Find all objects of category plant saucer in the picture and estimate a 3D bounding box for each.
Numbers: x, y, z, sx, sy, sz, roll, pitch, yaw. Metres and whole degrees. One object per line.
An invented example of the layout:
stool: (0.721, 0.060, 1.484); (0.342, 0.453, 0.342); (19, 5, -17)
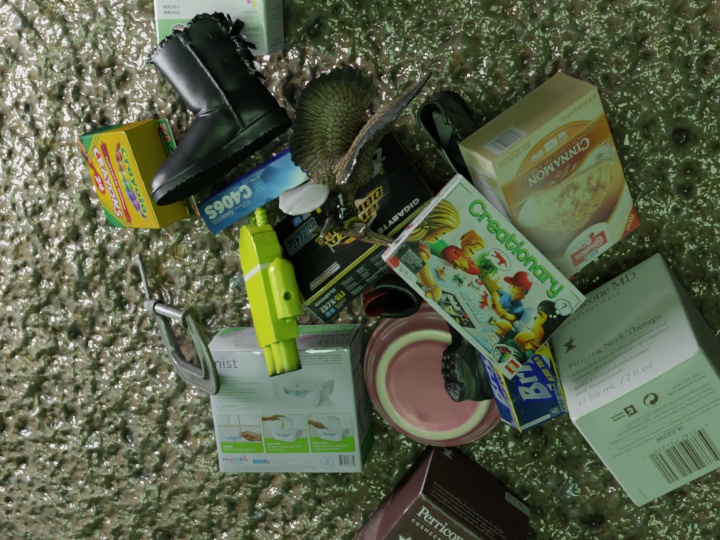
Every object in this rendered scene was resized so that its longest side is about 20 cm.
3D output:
plant saucer: (0.097, 0.138, 1.569); (0.198, 0.051, 0.203); (5, 109, 13)

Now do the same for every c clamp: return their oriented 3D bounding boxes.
c clamp: (-0.239, 0.077, 1.591); (0.027, 0.199, 0.173); (-22, 111, -25)

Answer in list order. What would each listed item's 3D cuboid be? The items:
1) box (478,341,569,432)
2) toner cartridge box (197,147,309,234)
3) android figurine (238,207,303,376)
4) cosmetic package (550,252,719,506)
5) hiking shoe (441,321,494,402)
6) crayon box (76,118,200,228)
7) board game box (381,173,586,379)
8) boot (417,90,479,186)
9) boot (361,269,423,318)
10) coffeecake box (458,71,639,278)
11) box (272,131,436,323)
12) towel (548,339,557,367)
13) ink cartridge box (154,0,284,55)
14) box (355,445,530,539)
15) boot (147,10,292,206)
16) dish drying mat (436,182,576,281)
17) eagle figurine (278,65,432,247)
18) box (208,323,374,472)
box: (0.174, 0.081, 1.429); (0.069, 0.064, 0.202); (-21, 99, -11)
toner cartridge box: (-0.103, -0.119, 1.530); (0.199, 0.095, 0.043); (-29, 101, 19)
android figurine: (-0.110, 0.026, 1.489); (0.041, 0.182, 0.202); (-10, 84, -14)
cosmetic package: (0.339, 0.127, 1.439); (0.166, 0.201, 0.167); (-31, 118, 17)
hiking shoe: (0.158, 0.062, 1.495); (0.100, 0.076, 0.203); (7, 92, -19)
crayon box: (-0.278, -0.119, 1.525); (0.199, 0.050, 0.128); (3, 115, 57)
board game box: (0.137, 0.008, 1.358); (0.200, 0.035, 0.126); (42, 94, -11)
boot: (0.134, -0.122, 1.459); (0.068, 0.131, 0.201); (-37, 98, 18)
boot: (0.000, 0.000, 1.506); (0.198, 0.144, 0.073); (9, 125, 26)
coffeecake box: (0.220, -0.098, 1.410); (0.153, 0.073, 0.201); (-35, 125, -12)
box: (-0.003, -0.055, 1.478); (0.199, 0.160, 0.049); (-39, 128, 9)
towel: (0.157, 0.078, 1.571); (0.200, 0.035, 0.192); (45, 111, -5)
ink cartridge box: (-0.172, -0.362, 1.470); (0.144, 0.088, 0.202); (3, 106, 12)
box: (0.098, 0.367, 1.607); (0.165, 0.164, 0.201); (35, 111, -1)
boot: (-0.190, -0.190, 1.412); (0.197, 0.073, 0.163); (-34, 83, 2)
dish drying mat: (0.163, -0.022, 1.514); (0.199, 0.018, 0.077); (36, 107, 8)
eagle figurine: (-0.008, -0.137, 1.400); (0.150, 0.151, 0.202); (8, 98, -1)
box: (-0.093, 0.169, 1.620); (0.198, 0.097, 0.179); (-3, 106, 13)
